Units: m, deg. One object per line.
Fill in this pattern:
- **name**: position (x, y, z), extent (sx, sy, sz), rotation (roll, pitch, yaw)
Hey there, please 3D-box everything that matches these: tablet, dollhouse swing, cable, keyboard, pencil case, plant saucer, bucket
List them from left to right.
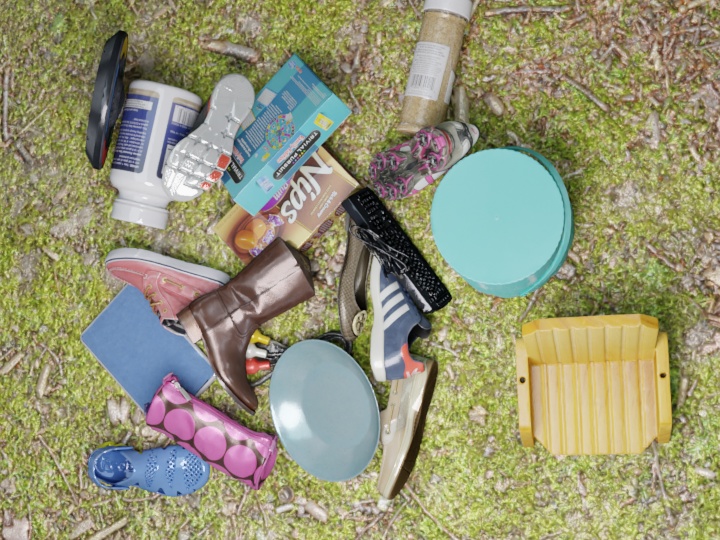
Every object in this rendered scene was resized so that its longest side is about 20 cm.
- **tablet**: position (-0.316, 0.126, 1.648), extent (0.130, 0.014, 0.200), rotation (-46, 78, 6)
- **pencil case**: position (-0.208, 0.226, 1.570), extent (0.199, 0.091, 0.094), rotation (29, 118, 4)
- **cable**: position (-0.112, 0.126, 1.585), extent (0.198, 0.050, 0.098), rotation (4, 92, 12)
- **plant saucer**: position (-0.043, 0.192, 1.547), extent (0.199, 0.039, 0.204), rotation (8, 103, 36)
- **keyboard**: position (0.055, -0.030, 1.519), extent (0.201, 0.104, 0.040), rotation (52, 127, 2)
- **bucket**: position (0.190, -0.067, 1.487), extent (0.205, 0.135, 0.210), rotation (0, 88, 12)
- **dollhouse swing**: position (0.301, 0.153, 1.430), extent (0.198, 0.176, 0.184), rotation (-3, 86, 11)

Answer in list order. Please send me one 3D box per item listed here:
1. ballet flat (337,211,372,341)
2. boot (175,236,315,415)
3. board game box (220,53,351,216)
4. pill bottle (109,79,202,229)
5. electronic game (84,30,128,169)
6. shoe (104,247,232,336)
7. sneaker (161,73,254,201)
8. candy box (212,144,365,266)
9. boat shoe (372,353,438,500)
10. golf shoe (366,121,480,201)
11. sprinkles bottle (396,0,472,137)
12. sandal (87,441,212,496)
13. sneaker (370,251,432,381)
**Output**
- **ballet flat**: position (0.000, 0.000, 1.563), extent (0.046, 0.067, 0.203), rotation (3, 81, 16)
- **boot**: position (-0.129, 0.076, 1.545), extent (0.199, 0.064, 0.187), rotation (-34, 100, -5)
- **board game box**: position (-0.121, -0.195, 1.567), extent (0.200, 0.047, 0.151), rotation (-46, 39, 7)
- **pill bottle**: position (-0.303, -0.166, 1.613), extent (0.110, 0.111, 0.202), rotation (12, 89, 13)
- **electronic game**: position (-0.360, -0.244, 1.592), extent (0.041, 0.200, 0.202), rotation (11, 89, -11)
- **shoe**: position (-0.289, 0.033, 1.605), extent (0.198, 0.072, 0.092), rotation (13, 63, 9)
- **sneaker**: position (-0.214, -0.183, 1.574), extent (0.077, 0.082, 0.201), rotation (34, 81, -13)
- **candy box**: position (-0.102, -0.089, 1.593), extent (0.200, 0.056, 0.117), rotation (-46, 78, 7)
- **boat shoe**: position (0.052, 0.214, 1.536), extent (0.064, 0.072, 0.202), rotation (14, 84, 18)
- **golf shoe**: position (0.086, -0.149, 1.518), extent (0.091, 0.199, 0.073), rotation (-20, 90, -34)
- **sprinkles bottle**: position (0.103, -0.286, 1.554), extent (0.068, 0.068, 0.202), rotation (13, 90, 13)
- **sandal**: position (-0.312, 0.289, 1.601), extent (0.198, 0.087, 0.081), rotation (-2, 84, 10)
- **sneaker**: position (0.057, 0.055, 1.532), extent (0.083, 0.075, 0.202), rotation (-2, 71, 5)
